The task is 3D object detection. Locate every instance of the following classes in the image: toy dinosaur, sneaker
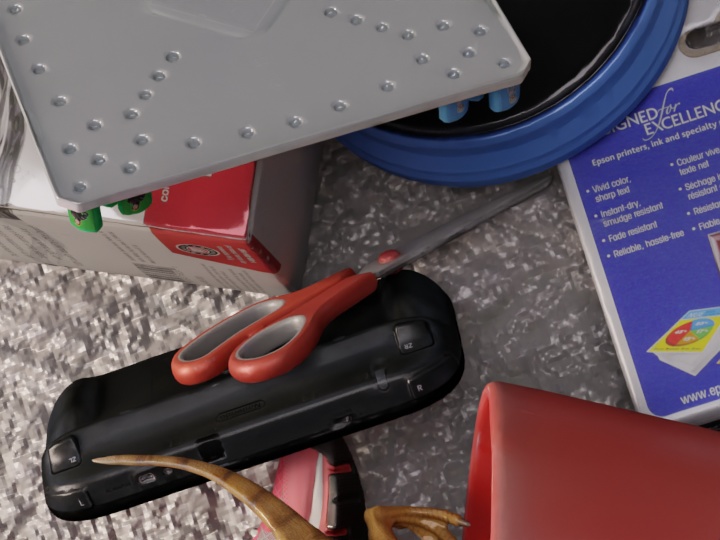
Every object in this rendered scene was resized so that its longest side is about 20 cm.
[{"bbox_3d":[-0.010,0.125,0.987,0.200,0.106,0.060,51,127,28],"label":"toy dinosaur"},{"bbox_3d":[-0.050,0.162,1.065,0.087,0.074,0.201,6,81,12],"label":"sneaker"}]

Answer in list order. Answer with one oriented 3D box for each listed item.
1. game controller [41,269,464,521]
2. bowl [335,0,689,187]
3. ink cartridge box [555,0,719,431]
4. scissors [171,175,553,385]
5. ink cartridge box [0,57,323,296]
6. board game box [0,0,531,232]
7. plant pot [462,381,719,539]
[{"bbox_3d":[-0.051,0.055,1.075,0.200,0.104,0.042,-18,109,5],"label":"game controller"},{"bbox_3d":[0.051,-0.139,1.099,0.200,0.039,0.201,-6,71,16],"label":"bowl"},{"bbox_3d":[0.195,-0.040,1.073,0.197,0.047,0.200,-18,67,6],"label":"ink cartridge box"},{"bbox_3d":[0.000,0.000,1.086,0.200,0.073,0.014,-35,111,-32],"label":"scissors"},{"bbox_3d":[-0.128,-0.050,1.075,0.200,0.147,0.083,7,81,8],"label":"ink cartridge box"},{"bbox_3d":[-0.056,-0.114,1.004,0.200,0.026,0.200,-17,50,-11],"label":"board game box"},{"bbox_3d":[0.133,0.151,0.988,0.177,0.200,0.201,3,81,0],"label":"plant pot"}]
